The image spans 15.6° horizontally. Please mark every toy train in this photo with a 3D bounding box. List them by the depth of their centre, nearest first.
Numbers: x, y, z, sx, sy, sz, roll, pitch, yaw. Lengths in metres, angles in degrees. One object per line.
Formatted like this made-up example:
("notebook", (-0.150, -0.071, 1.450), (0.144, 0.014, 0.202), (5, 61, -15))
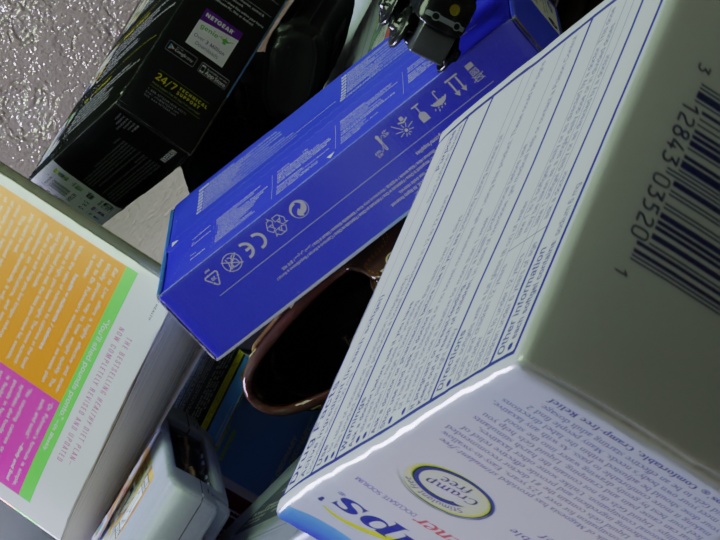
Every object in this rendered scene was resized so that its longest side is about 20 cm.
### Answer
("toy train", (0.022, -0.141, 1.150), (0.046, 0.034, 0.200), (-59, 19, 18))

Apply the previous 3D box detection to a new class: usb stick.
("usb stick", (-0.027, -0.121, 1.394), (0.200, 0.032, 0.056), (-74, -2, -75))

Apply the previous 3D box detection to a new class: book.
("book", (-0.178, 0.024, 1.259), (0.134, 0.200, 0.048), (-60, -27, 4))

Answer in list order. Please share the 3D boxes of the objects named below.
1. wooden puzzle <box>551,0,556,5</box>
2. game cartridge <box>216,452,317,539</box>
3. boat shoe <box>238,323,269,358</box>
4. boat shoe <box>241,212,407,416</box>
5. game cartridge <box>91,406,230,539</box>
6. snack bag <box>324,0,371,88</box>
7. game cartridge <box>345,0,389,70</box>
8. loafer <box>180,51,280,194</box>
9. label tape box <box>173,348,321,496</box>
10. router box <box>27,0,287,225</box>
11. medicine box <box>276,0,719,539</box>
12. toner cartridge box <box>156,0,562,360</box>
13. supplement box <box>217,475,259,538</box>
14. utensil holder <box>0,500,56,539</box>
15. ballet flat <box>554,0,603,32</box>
("wooden puzzle", (0.115, -0.150, 1.323), (0.201, 0.046, 0.185), (-61, 12, 10))
("game cartridge", (-0.004, 0.098, 1.122), (0.133, 0.041, 0.200), (-40, 3, -28))
("boat shoe", (-0.001, 0.002, 1.241), (0.201, 0.063, 0.074), (-8, 49, 43))
("boat shoe", (0.028, 0.008, 1.148), (0.200, 0.071, 0.070), (-39, -7, 35))
("game cartridge", (-0.110, 0.140, 1.219), (0.133, 0.041, 0.200), (-55, 9, 2))
("snack bag", (0.039, -0.181, 1.464), (0.200, 0.021, 0.189), (-51, 16, 37))
("game cartridge", (0.042, -0.143, 1.268), (0.200, 0.041, 0.133), (-57, 8, 37))
("loafer", (-0.071, -0.054, 1.434), (0.201, 0.070, 0.068), (-80, 16, -53))
("label tape box", (-0.054, 0.061, 1.416), (0.145, 0.063, 0.200), (-63, 15, -19))
("router box", (-0.099, -0.110, 1.384), (0.150, 0.051, 0.200), (-60, 12, -19))
("medicine box", (0.080, 0.012, 0.937), (0.200, 0.103, 0.183), (-38, 24, 58))
("toner cartridge box", (0.000, -0.052, 1.152), (0.200, 0.043, 0.095), (-37, 19, 17))
("supplement box", (-0.084, 0.198, 1.223), (0.109, 0.061, 0.200), (-52, 15, 27))
("utensil holder", (-0.190, 0.093, 1.371), (0.170, 0.169, 0.201), (-171, 99, -76))
("ballet flat", (0.102, -0.103, 1.178), (0.067, 0.046, 0.201), (4, 71, 49))
